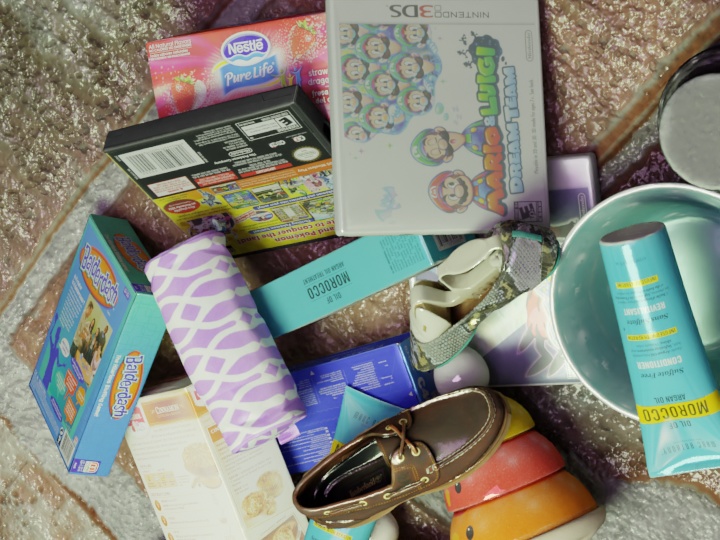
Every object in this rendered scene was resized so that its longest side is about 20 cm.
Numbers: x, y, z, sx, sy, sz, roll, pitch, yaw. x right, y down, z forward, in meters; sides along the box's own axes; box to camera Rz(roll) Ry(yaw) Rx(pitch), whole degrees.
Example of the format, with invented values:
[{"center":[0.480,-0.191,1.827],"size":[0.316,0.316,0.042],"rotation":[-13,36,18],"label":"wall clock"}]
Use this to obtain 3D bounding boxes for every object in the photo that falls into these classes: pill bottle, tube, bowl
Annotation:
[{"center":[0.288,-0.120,1.239],"size":[0.111,0.200,0.112],"rotation":[6,105,22],"label":"pill bottle"},{"center":[0.237,0.064,1.271],"size":[0.077,0.050,0.201],"rotation":[-11,104,32],"label":"tube"},{"center":[-0.011,0.210,1.456],"size":[0.077,0.050,0.201],"rotation":[20,93,17],"label":"tube"},{"center":[0.265,0.019,1.335],"size":[0.200,0.105,0.202],"rotation":[5,104,22],"label":"bowl"}]

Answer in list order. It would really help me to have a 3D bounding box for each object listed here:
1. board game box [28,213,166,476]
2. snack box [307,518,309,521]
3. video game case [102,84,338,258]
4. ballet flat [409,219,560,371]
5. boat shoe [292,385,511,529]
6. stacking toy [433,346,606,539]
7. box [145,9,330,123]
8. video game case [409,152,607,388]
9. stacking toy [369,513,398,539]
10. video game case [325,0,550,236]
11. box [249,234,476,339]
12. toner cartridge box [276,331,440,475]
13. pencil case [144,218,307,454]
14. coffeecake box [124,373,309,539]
[{"center":[-0.249,0.070,1.554],"size":[0.152,0.045,0.200],"rotation":[52,125,49],"label":"board game box"},{"center":[-0.026,0.316,1.574],"size":[0.072,0.024,0.201],"rotation":[-1,102,22],"label":"snack box"},{"center":[-0.095,-0.081,1.439],"size":[0.199,0.026,0.181],"rotation":[-11,141,28],"label":"video game case"},{"center":[0.082,0.017,1.362],"size":[0.072,0.072,0.200],"rotation":[51,132,5],"label":"ballet flat"},{"center":[0.033,0.159,1.376],"size":[0.200,0.070,0.071],"rotation":[-36,56,17],"label":"boat shoe"},{"center":[0.114,0.160,1.427],"size":[0.146,0.146,0.201],"rotation":[-27,81,26],"label":"stacking toy"},{"center":[-0.075,-0.174,1.437],"size":[0.199,0.100,0.096],"rotation":[-5,100,25],"label":"box"},{"center":[0.128,0.004,1.435],"size":[0.182,0.023,0.201],"rotation":[-4,101,24],"label":"video game case"},{"center":[0.046,0.302,1.490],"size":[0.146,0.146,0.200],"rotation":[-39,70,26],"label":"stacking toy"},{"center":[0.064,-0.130,1.349],"size":[0.181,0.024,0.201],"rotation":[-2,86,-14],"label":"video game case"},{"center":[0.000,0.000,1.439],"size":[0.200,0.082,0.049],"rotation":[-25,87,35],"label":"box"},{"center":[-0.020,0.126,1.504],"size":[0.200,0.043,0.095],"rotation":[-17,97,32],"label":"toner cartridge box"},{"center":[-0.119,0.062,1.438],"size":[0.084,0.085,0.201],"rotation":[-25,81,6],"label":"pencil case"},{"center":[-0.136,0.196,1.532],"size":[0.153,0.073,0.201],"rotation":[-15,97,55],"label":"coffeecake box"}]
